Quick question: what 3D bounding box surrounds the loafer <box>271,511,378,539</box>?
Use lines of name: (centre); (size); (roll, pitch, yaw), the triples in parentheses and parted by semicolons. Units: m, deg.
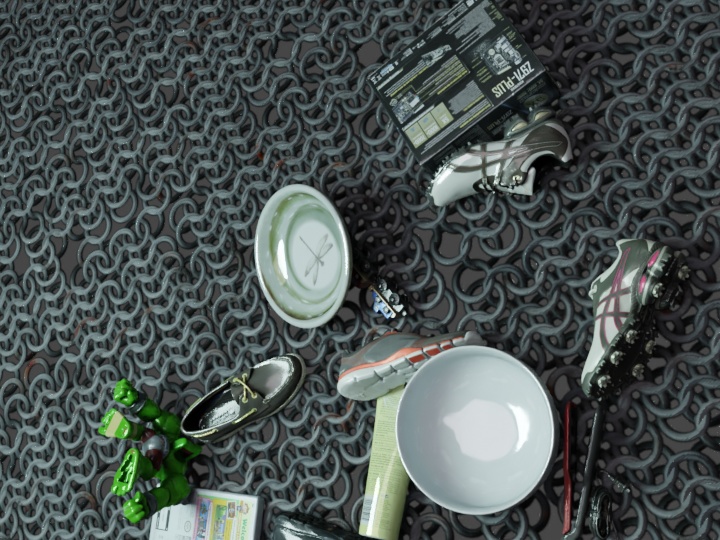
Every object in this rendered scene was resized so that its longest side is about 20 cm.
loafer: (-0.030, 0.370, 1.125); (0.200, 0.068, 0.071); (10, 90, 34)

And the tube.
tube: (0.042, 0.244, 1.130); (0.058, 0.052, 0.201); (14, 75, -13)

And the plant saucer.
plant saucer: (-0.070, -0.021, 1.222); (0.200, 0.050, 0.201); (8, 101, 44)

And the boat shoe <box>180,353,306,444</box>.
boat shoe: (-0.166, 0.182, 1.240); (0.201, 0.061, 0.072); (-36, 64, 15)

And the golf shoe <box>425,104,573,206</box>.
golf shoe: (0.178, -0.126, 1.127); (0.200, 0.078, 0.095); (-32, 66, 18)

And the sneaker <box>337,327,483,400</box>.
sneaker: (0.059, 0.101, 1.138); (0.200, 0.077, 0.082); (-17, 49, 12)

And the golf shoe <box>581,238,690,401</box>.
golf shoe: (0.307, 0.057, 1.031); (0.088, 0.077, 0.200); (28, 89, 49)

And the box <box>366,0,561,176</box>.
box: (0.137, -0.247, 1.171); (0.200, 0.086, 0.164); (-37, 64, 15)

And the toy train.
toy train: (0.000, 0.000, 1.212); (0.200, 0.034, 0.046); (48, 114, 29)

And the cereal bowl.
cereal bowl: (0.148, 0.193, 1.063); (0.200, 0.083, 0.201); (-6, 76, 26)

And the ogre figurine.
ogre figurine: (-0.295, 0.262, 1.239); (0.098, 0.120, 0.200); (-47, 50, 10)

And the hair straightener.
hair straightener: (0.270, 0.255, 1.009); (0.077, 0.041, 0.201); (1, 78, 28)

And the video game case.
video game case: (-0.226, 0.413, 1.239); (0.182, 0.022, 0.201); (0, 77, 27)
